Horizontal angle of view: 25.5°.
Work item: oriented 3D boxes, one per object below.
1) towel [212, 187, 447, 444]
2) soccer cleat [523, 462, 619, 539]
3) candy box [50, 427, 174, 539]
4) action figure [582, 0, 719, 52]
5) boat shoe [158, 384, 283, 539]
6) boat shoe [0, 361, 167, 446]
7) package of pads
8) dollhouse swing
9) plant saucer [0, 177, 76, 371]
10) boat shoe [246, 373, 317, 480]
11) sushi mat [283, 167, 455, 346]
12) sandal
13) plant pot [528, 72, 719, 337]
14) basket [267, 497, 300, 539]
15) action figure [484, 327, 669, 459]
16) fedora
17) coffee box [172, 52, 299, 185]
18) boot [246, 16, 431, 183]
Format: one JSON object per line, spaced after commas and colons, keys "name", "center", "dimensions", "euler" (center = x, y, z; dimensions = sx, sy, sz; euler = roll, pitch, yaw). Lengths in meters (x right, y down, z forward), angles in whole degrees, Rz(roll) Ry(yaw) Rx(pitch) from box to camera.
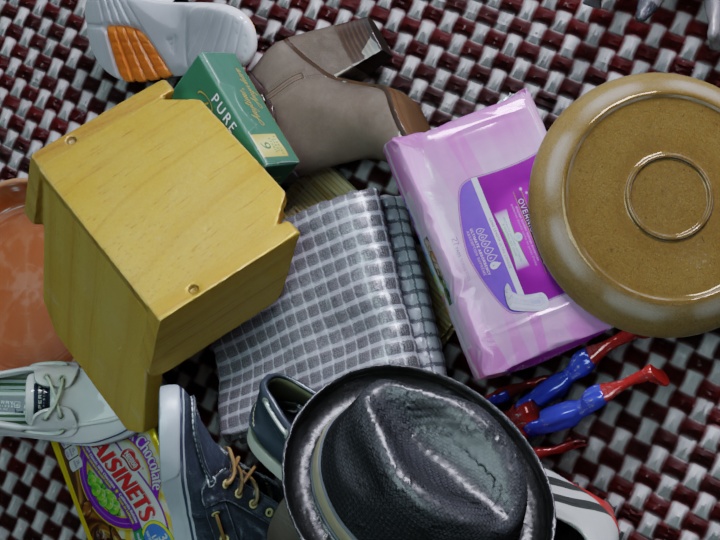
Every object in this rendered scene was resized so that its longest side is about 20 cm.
{"name": "towel", "center": [-0.040, 0.043, 1.272], "dimensions": [0.200, 0.085, 0.166], "euler": [-24, 73, 32]}
{"name": "soccer cleat", "center": [0.102, 0.160, 1.168], "dimensions": [0.200, 0.085, 0.069], "euler": [34, 117, 0]}
{"name": "candy box", "center": [-0.197, 0.195, 1.375], "dimensions": [0.102, 0.026, 0.200], "euler": [-31, 70, 14]}
{"name": "action figure", "center": [0.275, -0.264, 1.183], "dimensions": [0.200, 0.105, 0.194], "euler": [26, 103, 28]}
{"name": "boat shoe", "center": [-0.108, 0.168, 1.261], "dimensions": [0.091, 0.201, 0.071], "euler": [-6, 36, -2]}
{"name": "boat shoe", "center": [-0.266, 0.115, 1.363], "dimensions": [0.199, 0.067, 0.074], "euler": [-9, 77, 17]}
{"name": "package of pads", "center": [0.108, -0.027, 1.204], "dimensions": [0.120, 0.076, 0.200], "euler": [-21, 84, -5]}
{"name": "dollhouse swing", "center": [-0.160, -0.003, 1.295], "dimensions": [0.182, 0.176, 0.200], "euler": [-33, 58, -17]}
{"name": "plant saucer", "center": [-0.308, 0.016, 1.453], "dimensions": [0.200, 0.032, 0.201], "euler": [-4, 81, 24]}
{"name": "boat shoe", "center": [-0.001, 0.144, 1.161], "dimensions": [0.200, 0.075, 0.062], "euler": [37, 136, 30]}
{"name": "sushi mat", "center": [0.000, 0.000, 1.319], "dimensions": [0.200, 0.012, 0.096], "euler": [44, 103, 25]}
{"name": "sandal", "center": [-0.157, -0.207, 1.400], "dimensions": [0.206, 0.059, 0.079], "euler": [10, 115, 36]}
{"name": "plant pot", "center": [0.224, -0.051, 1.163], "dimensions": [0.199, 0.027, 0.201], "euler": [1, 81, -4]}
{"name": "basket", "center": [0.032, 0.239, 1.199], "dimensions": [0.180, 0.136, 0.200], "euler": [-36, 57, -20]}
{"name": "action figure", "center": [0.139, 0.108, 1.217], "dimensions": [0.200, 0.052, 0.066], "euler": [-30, 65, 24]}
{"name": "fedora", "center": [0.047, 0.137, 1.080], "dimensions": [0.200, 0.092, 0.201], "euler": [6, 60, -10]}
{"name": "coffee box", "center": [-0.142, -0.074, 1.344], "dimensions": [0.200, 0.044, 0.123], "euler": [-49, 63, 35]}
{"name": "boot", "center": [-0.024, -0.111, 1.317], "dimensions": [0.146, 0.070, 0.200], "euler": [-31, 62, 16]}
